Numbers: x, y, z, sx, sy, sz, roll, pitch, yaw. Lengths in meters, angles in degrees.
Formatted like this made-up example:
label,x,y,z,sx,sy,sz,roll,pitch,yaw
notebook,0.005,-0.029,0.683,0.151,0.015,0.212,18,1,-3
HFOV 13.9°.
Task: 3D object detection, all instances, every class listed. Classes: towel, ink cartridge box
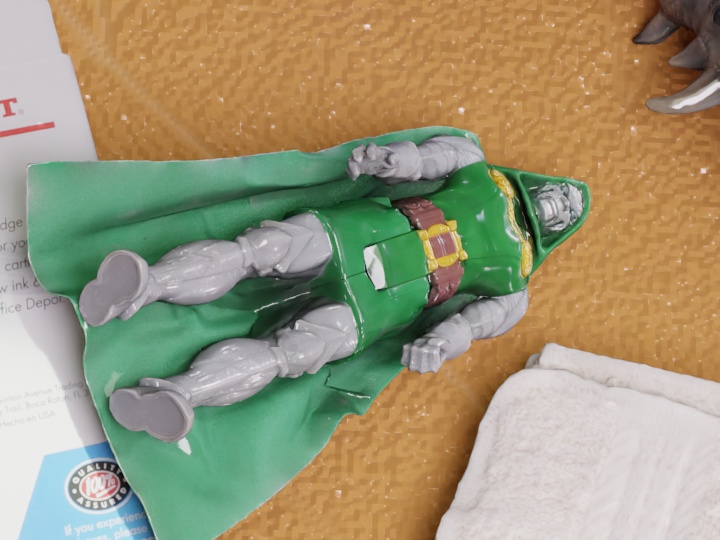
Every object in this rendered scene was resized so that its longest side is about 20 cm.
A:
label,x,y,z,sx,sy,sz,roll,pitch,yaw
towel,0.080,0.123,0.876,0.132,0.034,0.200,11,70,16
ink cartridge box,-0.130,0.009,0.879,0.116,0.068,0.200,-12,75,-15

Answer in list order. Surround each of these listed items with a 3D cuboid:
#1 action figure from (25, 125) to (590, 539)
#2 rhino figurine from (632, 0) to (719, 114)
label,x,y,z,sx,sy,sz,roll,pitch,yaw
action figure,0.000,0.000,0.884,0.200,0.055,0.118,-20,95,-45
rhino figurine,0.152,-0.123,0.981,0.087,0.060,0.200,31,69,20
